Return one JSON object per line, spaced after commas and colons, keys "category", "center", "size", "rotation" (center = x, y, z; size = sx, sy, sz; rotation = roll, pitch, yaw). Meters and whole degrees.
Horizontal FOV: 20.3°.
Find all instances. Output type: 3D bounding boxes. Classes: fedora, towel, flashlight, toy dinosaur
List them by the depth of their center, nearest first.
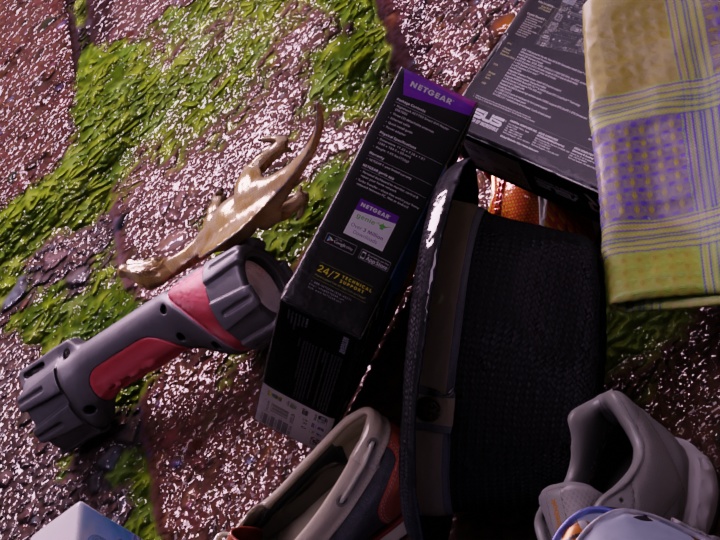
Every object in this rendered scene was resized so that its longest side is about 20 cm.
{"category": "fedora", "center": [0.077, 0.047, 1.015], "size": [0.091, 0.201, 0.202], "rotation": [6, 53, 9]}
{"category": "towel", "center": [0.185, -0.076, 1.021], "size": [0.142, 0.023, 0.201], "rotation": [-8, 60, 16]}
{"category": "toy dinosaur", "center": [-0.065, -0.043, 1.281], "size": [0.200, 0.058, 0.101], "rotation": [-37, 8, 29]}
{"category": "flashlight", "center": [-0.130, 0.054, 1.289], "size": [0.199, 0.068, 0.068], "rotation": [-33, 36, 25]}

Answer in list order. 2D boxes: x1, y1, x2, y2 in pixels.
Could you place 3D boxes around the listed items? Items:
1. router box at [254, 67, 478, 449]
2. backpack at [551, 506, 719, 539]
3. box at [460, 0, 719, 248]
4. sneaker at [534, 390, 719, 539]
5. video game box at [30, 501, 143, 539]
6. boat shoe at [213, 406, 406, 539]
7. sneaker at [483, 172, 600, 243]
{"category": "router box", "center": [0.000, 0.000, 1.110], "size": [0.200, 0.051, 0.150], "rotation": [107, -171, -68]}
{"category": "backpack", "center": [0.136, 0.195, 0.777], "size": [0.189, 0.154, 0.201], "rotation": [22, 71, 18]}
{"category": "box", "center": [0.168, -0.096, 1.079], "size": [0.199, 0.044, 0.161], "rotation": [25, 74, 31]}
{"category": "sneaker", "center": [0.106, 0.147, 0.920], "size": [0.075, 0.092, 0.201], "rotation": [-17, 44, 34]}
{"category": "video game box", "center": [-0.085, 0.234, 0.951], "size": [0.047, 0.182, 0.201], "rotation": [-33, 36, 27]}
{"category": "boat shoe", "center": [-0.046, 0.154, 1.098], "size": [0.200, 0.063, 0.071], "rotation": [-41, 37, 9]}
{"category": "sneaker", "center": [0.105, -0.089, 1.175], "size": [0.077, 0.073, 0.201], "rotation": [-14, 45, 39]}
